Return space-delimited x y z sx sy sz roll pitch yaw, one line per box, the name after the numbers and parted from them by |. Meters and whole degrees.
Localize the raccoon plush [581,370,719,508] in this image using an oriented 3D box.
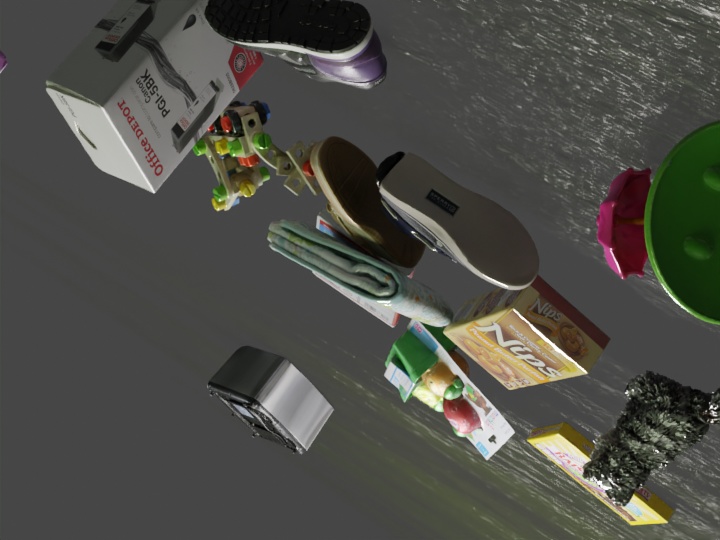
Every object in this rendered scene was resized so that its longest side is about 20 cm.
0.318 0.183 1.282 0.097 0.134 0.200 38 160 1 | raccoon plush

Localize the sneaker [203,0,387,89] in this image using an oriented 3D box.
-0.064 -0.217 1.139 0.199 0.076 0.088 24 163 32 | sneaker

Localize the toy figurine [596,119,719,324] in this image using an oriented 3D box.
0.276 -0.033 0.950 0.199 0.151 0.184 16 179 -15 | toy figurine

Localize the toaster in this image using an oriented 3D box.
-0.170 0.250 2.275 0.200 0.119 0.181 11 148 52 | toaster

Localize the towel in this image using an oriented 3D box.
0.002 0.001 1.419 0.199 0.048 0.171 28 -177 28 | towel

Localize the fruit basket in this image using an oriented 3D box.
0.118 0.169 1.613 0.200 0.094 0.185 54 163 12 | fruit basket

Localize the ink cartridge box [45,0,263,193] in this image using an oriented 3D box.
-0.204 -0.203 1.212 0.083 0.200 0.147 25 157 28 | ink cartridge box

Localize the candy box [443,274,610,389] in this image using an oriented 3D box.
0.189 0.076 1.381 0.115 0.055 0.200 40 160 -8 | candy box

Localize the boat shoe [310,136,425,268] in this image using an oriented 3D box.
-0.004 -0.073 1.350 0.069 0.074 0.200 5 144 46 | boat shoe

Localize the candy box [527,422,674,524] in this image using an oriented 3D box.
0.332 0.284 1.645 0.200 0.026 0.102 39 157 -5 | candy box

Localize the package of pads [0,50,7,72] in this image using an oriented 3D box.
-0.630 -0.356 1.773 0.200 0.076 0.120 45 157 -22 | package of pads

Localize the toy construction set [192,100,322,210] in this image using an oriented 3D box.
-0.127 -0.133 1.390 0.199 0.092 0.132 2 114 49 | toy construction set

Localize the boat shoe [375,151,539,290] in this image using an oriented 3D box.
0.103 -0.044 1.257 0.200 0.075 0.093 41 168 12 | boat shoe

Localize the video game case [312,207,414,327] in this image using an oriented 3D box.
0.000 0.000 1.587 0.143 0.017 0.200 34 160 9 | video game case
